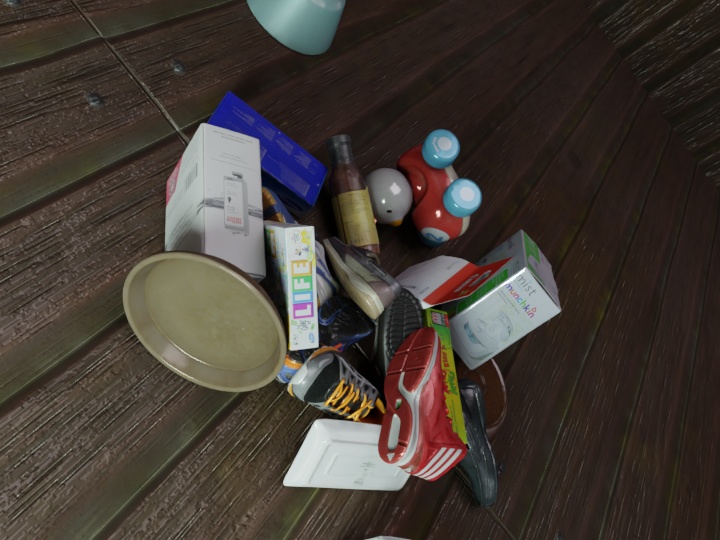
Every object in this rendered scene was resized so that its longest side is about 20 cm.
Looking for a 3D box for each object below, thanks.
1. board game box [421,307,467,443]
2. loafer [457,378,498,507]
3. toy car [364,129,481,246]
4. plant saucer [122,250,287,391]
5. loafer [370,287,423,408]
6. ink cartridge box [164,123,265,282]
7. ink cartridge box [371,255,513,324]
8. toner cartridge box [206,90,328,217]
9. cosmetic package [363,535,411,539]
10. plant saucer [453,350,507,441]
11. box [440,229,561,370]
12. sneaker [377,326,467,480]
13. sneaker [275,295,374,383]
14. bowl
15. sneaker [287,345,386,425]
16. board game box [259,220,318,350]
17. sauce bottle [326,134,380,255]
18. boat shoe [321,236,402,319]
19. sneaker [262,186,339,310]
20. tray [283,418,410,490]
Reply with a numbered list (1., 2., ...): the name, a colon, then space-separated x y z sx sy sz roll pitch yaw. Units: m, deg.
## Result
1. board game box: 0.095 0.170 0.957 0.047 0.101 0.202 14 57 -34
2. loafer: 0.164 0.269 0.977 0.070 0.068 0.203 -13 93 -14
3. toy car: 0.073 -0.118 1.093 0.198 0.184 0.178 -19 78 -16
4. plant saucer: -0.172 0.057 0.714 0.200 0.200 0.030 43 37 -14
5. loafer: 0.042 0.125 0.923 0.072 0.071 0.202 5 87 -34
6. ink cartridge box: -0.189 -0.057 0.802 0.082 0.146 0.202 10 60 -32
7. ink cartridge box: 0.118 0.015 0.996 0.162 0.199 0.057 -33 94 -47
8. toner cartridge box: -0.149 -0.179 0.986 0.199 0.043 0.095 36 47 -20
9. cosmetic package: 0.020 0.428 0.740 0.074 0.101 0.202 22 52 -30
10. plant saucer: 0.185 0.194 1.074 0.199 0.034 0.202 22 53 -32
11. box: 0.231 0.045 1.055 0.097 0.176 0.200 48 23 -7
12. sneaker: 0.092 0.185 0.854 0.115 0.078 0.201 39 54 -29
13. sneaker: -0.056 0.095 0.886 0.075 0.079 0.199 50 38 16
14. bowl: -0.105 -0.519 1.181 0.200 0.105 0.202 22 53 -32
15. sneaker: -0.020 0.159 0.819 0.077 0.078 0.200 40 1 34
16. board game box: -0.100 0.009 0.779 0.034 0.200 0.136 -4 97 -21
17. sauce bottle: -0.015 -0.117 1.023 0.066 0.066 0.202 -9 88 -44
18. boat shoe: 0.000 0.000 0.929 0.064 0.200 0.072 -29 122 -9
19. sneaker: -0.102 -0.032 0.931 0.088 0.075 0.201 -31 97 -55
20. tray: 0.005 0.251 0.831 0.199 0.108 0.022 16 20 -35
